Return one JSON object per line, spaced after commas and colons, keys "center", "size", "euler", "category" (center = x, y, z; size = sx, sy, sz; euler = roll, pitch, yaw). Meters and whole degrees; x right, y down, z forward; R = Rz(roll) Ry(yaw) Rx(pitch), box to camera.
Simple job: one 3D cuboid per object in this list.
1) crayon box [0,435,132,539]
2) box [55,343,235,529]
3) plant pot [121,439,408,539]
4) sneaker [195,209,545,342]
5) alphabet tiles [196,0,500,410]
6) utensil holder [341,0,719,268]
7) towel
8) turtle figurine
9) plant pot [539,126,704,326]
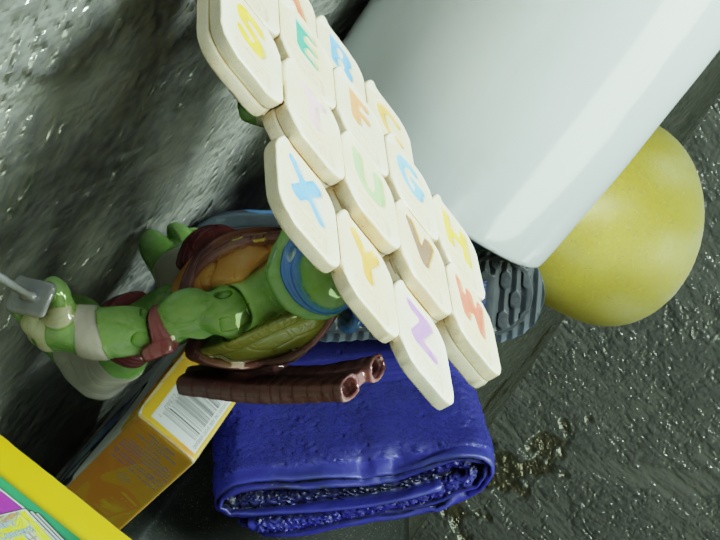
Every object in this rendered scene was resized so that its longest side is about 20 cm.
{"center": [-0.166, 0.112, 0.512], "size": [0.058, 0.172, 0.200], "euler": [-60, 166, 21], "category": "crayon box"}
{"center": [-0.119, 0.093, 0.845], "size": [0.200, 0.041, 0.119], "euler": [-46, -173, 43], "category": "box"}
{"center": [-0.085, 0.190, 0.970], "size": [0.200, 0.199, 0.178], "euler": [-32, -156, 52], "category": "plant pot"}
{"center": [0.000, 0.000, 0.891], "size": [0.078, 0.200, 0.066], "euler": [-127, -136, -72], "category": "sneaker"}
{"center": [-0.002, -0.044, 0.645], "size": [0.015, 0.200, 0.196], "euler": [-29, -146, 16], "category": "alphabet tiles"}
{"center": [0.091, -0.127, 0.841], "size": [0.200, 0.170, 0.170], "euler": [-52, 169, 13], "category": "utensil holder"}
{"center": [-0.009, 0.068, 0.906], "size": [0.200, 0.147, 0.050], "euler": [-98, -177, -57], "category": "towel"}
{"center": [-0.085, -0.022, 0.683], "size": [0.194, 0.200, 0.144], "euler": [-28, -135, 61], "category": "turtle figurine"}
{"center": [0.190, -0.053, 1.472], "size": [0.142, 0.200, 0.200], "euler": [7, 124, -47], "category": "plant pot"}
